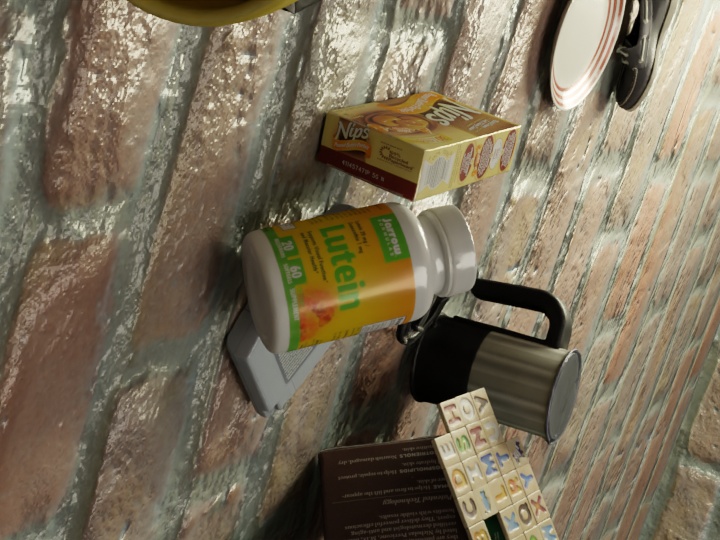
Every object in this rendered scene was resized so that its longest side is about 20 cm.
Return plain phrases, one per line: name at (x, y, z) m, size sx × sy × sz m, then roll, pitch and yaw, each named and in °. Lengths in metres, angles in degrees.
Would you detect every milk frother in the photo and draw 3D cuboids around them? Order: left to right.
milk frother at (0.152, 0.103, 1.481) m, size 0.199 × 0.186 × 0.183 m, roll -8°, pitch 110°, yaw -63°

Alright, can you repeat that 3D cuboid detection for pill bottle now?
pill bottle at (0.000, 0.000, 1.122) m, size 0.198 × 0.111 × 0.112 m, roll -13°, pitch 131°, yaw -16°

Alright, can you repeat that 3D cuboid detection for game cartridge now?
game cartridge at (-0.055, 0.035, 1.229) m, size 0.201 × 0.041 × 0.134 m, roll -52°, pitch 146°, yaw -26°

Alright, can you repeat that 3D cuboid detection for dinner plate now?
dinner plate at (0.286, -0.304, 1.584) m, size 0.200 × 0.024 × 0.202 m, roll -40°, pitch 143°, yaw -40°

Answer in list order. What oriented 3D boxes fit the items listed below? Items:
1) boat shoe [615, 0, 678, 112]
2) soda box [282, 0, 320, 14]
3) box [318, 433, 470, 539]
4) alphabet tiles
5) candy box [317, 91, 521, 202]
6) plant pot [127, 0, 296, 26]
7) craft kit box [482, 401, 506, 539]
boat shoe at (0.386, -0.320, 1.736) m, size 0.062 × 0.073 × 0.202 m, roll 4°, pitch 122°, yaw -16°
soda box at (-0.017, -0.279, 1.013) m, size 0.200 × 0.063 × 0.071 m, roll -38°, pitch 142°, yaw -42°
box at (0.043, 0.322, 1.407) m, size 0.167 × 0.162 × 0.201 m, roll 84°, pitch 0°, yaw -47°
alphabet tiles at (0.149, 0.235, 1.384) m, size 0.166 × 0.008 × 0.202 m, roll -10°, pitch 77°, yaw -54°
candy box at (0.062, -0.126, 1.220) m, size 0.199 × 0.115 × 0.056 m, roll -20°, pitch 130°, yaw -54°
plant pot at (-0.070, -0.273, 0.803) m, size 0.189 × 0.199 × 0.203 m, roll -47°, pitch 151°, yaw -63°
craft kit box at (0.142, 0.286, 1.483) m, size 0.198 × 0.048 × 0.202 m, roll 77°, pitch 7°, yaw -62°
